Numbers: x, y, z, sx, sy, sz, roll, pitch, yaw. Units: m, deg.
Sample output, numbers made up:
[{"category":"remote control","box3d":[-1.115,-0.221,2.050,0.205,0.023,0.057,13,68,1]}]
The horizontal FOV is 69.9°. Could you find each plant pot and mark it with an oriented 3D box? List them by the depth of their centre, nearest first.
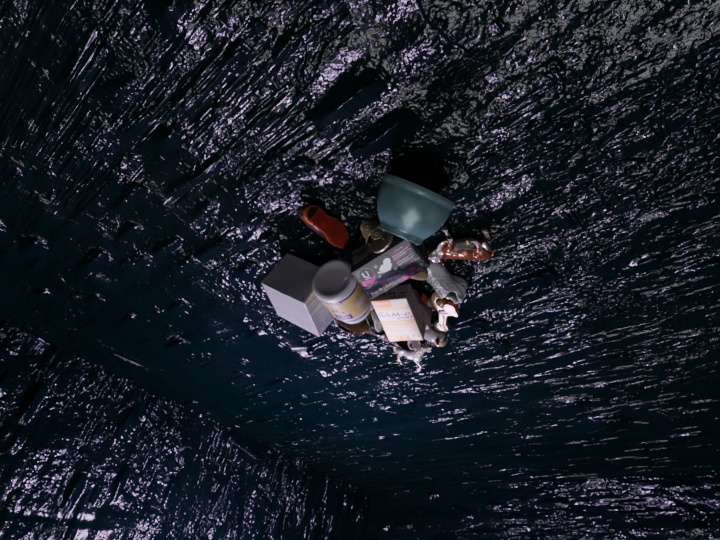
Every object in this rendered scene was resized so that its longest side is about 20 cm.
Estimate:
[{"category":"plant pot","box3d":[0.125,-0.146,1.320,0.200,0.135,0.200,22,-174,-2]}]

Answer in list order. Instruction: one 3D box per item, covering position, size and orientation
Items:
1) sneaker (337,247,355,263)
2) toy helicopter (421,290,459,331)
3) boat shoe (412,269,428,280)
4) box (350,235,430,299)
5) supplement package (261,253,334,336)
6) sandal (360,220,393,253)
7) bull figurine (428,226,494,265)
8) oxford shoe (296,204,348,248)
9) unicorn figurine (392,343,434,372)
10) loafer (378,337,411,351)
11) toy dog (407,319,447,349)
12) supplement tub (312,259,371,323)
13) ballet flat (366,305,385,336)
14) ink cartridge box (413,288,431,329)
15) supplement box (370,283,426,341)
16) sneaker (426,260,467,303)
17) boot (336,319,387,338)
[{"category":"sneaker","box3d":[0.000,0.000,1.683,0.200,0.077,0.081,34,140,-23]},{"category":"toy helicopter","box3d":[0.277,0.139,1.778,0.132,0.079,0.200,18,139,22]},{"category":"boat shoe","box3d":[0.125,-0.035,1.590,0.199,0.074,0.069,24,111,-3]},{"category":"box","box3d":[0.082,-0.037,1.485,0.200,0.132,0.115,-30,117,17]},{"category":"supplement package","box3d":[-0.193,0.081,1.738,0.191,0.147,0.200,22,149,28]},{"category":"sandal","box3d":[0.025,-0.110,1.449,0.070,0.212,0.078,35,96,-19]},{"category":"bull figurine","box3d":[0.289,-0.069,1.512,0.199,0.065,0.122,-1,145,16]},{"category":"oxford shoe","box3d":[-0.111,-0.136,1.561,0.072,0.071,0.200,16,159,49]},{"category":"unicorn figurine","box3d":[0.213,0.335,2.057,0.199,0.074,0.138,6,133,19]},{"category":"loafer","box3d":[0.117,0.249,1.990,0.200,0.073,0.071,35,151,-24]},{"category":"toy dog","box3d":[0.229,0.243,1.895,0.200,0.096,0.132,-20,109,26]},{"category":"supplement tub","box3d":[-0.052,0.072,1.622,0.145,0.146,0.200,-3,149,20]},{"category":"ballet flat","box3d":[0.042,0.136,1.746,0.074,0.074,0.200,-13,110,31]},{"category":"ink cartridge box","box3d":[0.134,0.152,1.834,0.199,0.084,0.145,-13,135,31]},{"category":"supplement box","box3d":[0.129,0.143,1.702,0.126,0.074,0.200,-6,129,25]},{"category":"sneaker","box3d":[0.258,0.035,1.648,0.200,0.080,0.070,29,142,-14]},{"category":"boot","box3d":[0.006,0.206,1.818,0.200,0.076,0.074,26,144,-11]}]
